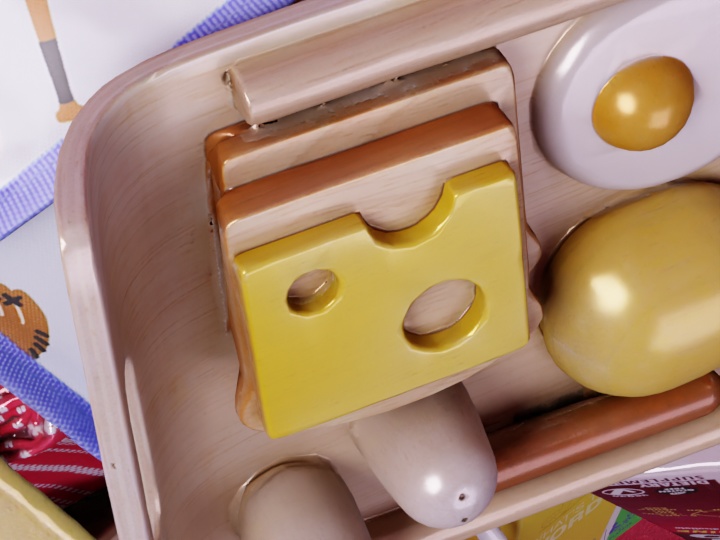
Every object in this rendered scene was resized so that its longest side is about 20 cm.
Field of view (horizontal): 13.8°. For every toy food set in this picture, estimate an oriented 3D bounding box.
[{"bbox_3d":[0.046,0.009,0.543,0.200,0.060,0.144,-20,135,-12],"label":"toy food set"}]

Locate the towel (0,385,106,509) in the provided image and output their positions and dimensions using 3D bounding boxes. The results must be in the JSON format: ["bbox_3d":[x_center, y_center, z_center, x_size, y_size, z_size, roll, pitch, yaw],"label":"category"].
[{"bbox_3d":[-0.139,0.078,0.818,0.200,0.023,0.145,-26,168,14],"label":"towel"}]

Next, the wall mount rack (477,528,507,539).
[{"bbox_3d":[-0.048,0.130,0.925,0.174,0.200,0.075,-52,124,-22],"label":"wall mount rack"}]

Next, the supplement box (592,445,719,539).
[{"bbox_3d":[0.133,0.042,0.852,0.109,0.061,0.200,-5,168,18],"label":"supplement box"}]

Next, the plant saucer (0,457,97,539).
[{"bbox_3d":[-0.161,0.102,0.664,0.048,0.200,0.200,-11,-134,40],"label":"plant saucer"}]

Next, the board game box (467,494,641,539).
[{"bbox_3d":[0.096,0.019,0.954,0.153,0.040,0.200,-35,158,-19],"label":"board game box"}]

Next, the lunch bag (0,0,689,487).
[{"bbox_3d":[-0.030,-0.062,0.569,0.170,0.124,0.200,-39,126,6],"label":"lunch bag"}]

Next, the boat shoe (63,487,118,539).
[{"bbox_3d":[-0.087,0.119,0.851,0.072,0.065,0.200,-21,-162,35],"label":"boat shoe"}]
